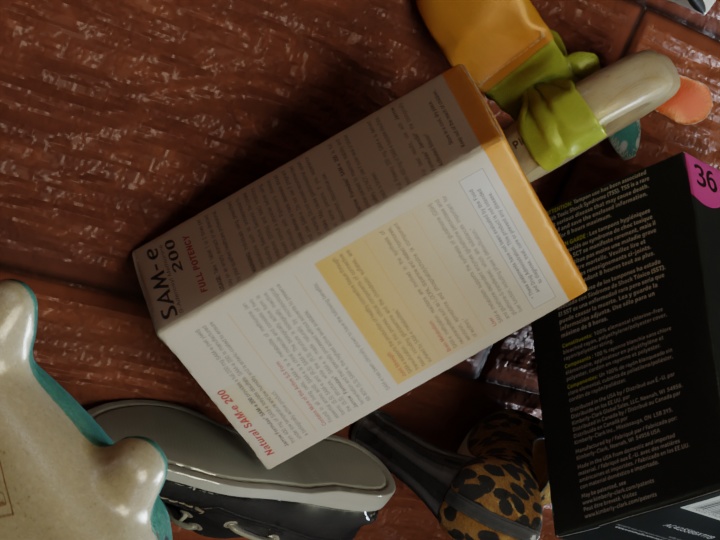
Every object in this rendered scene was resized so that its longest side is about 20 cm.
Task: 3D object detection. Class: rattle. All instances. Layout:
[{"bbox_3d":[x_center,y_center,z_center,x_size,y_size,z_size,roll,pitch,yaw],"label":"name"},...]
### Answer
[{"bbox_3d":[0.114,-0.124,1.187,0.200,0.143,0.130,-30,160,-48],"label":"rattle"}]

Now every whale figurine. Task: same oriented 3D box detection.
[{"bbox_3d":[-0.163,0.098,1.014,0.104,0.159,0.201,-44,120,-68],"label":"whale figurine"}]

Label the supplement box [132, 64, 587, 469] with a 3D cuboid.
[{"bbox_3d":[0.000,0.000,1.073,0.200,0.074,0.126,-29,132,5],"label":"supplement box"}]

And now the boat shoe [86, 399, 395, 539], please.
[{"bbox_3d":[-0.073,0.118,1.125,0.200,0.074,0.060,12,118,-40],"label":"boat shoe"}]

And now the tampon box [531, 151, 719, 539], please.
[{"bbox_3d":[0.194,0.058,1.214,0.150,0.126,0.201,20,57,-45],"label":"tampon box"}]

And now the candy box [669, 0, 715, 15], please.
[{"bbox_3d":[0.172,-0.268,1.129,0.168,0.071,0.200,-53,134,-5],"label":"candy box"}]

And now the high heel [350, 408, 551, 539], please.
[{"bbox_3d":[0.104,0.138,1.232,0.200,0.142,0.072,13,103,-43],"label":"high heel"}]
